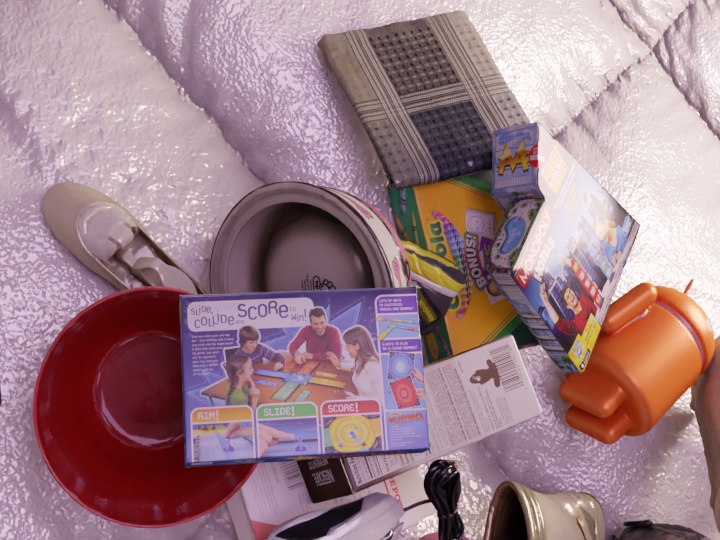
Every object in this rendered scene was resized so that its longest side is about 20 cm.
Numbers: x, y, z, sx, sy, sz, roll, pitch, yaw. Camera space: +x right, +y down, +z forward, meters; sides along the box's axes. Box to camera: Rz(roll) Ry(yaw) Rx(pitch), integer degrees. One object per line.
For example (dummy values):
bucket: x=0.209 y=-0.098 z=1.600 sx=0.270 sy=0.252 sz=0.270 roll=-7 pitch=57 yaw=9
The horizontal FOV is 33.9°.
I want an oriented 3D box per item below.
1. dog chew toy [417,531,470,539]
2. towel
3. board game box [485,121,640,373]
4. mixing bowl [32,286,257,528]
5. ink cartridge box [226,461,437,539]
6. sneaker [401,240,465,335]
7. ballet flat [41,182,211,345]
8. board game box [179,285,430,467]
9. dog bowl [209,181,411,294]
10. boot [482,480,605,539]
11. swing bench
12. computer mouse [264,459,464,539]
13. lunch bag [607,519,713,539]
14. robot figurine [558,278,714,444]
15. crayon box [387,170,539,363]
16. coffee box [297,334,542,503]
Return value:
dog chew toy: x=0.045 y=0.326 z=1.096 sx=0.125 sy=0.124 sz=0.200 roll=48 pitch=58 yaw=-8
towel: x=0.072 y=-0.180 z=1.235 sx=0.190 sy=0.035 sz=0.202 roll=-15 pitch=66 yaw=-25
board game box: x=0.186 y=-0.037 z=1.185 sx=0.200 sy=0.061 sz=0.201 roll=50 pitch=53 yaw=-29
mixing bowl: x=-0.181 y=0.112 z=1.031 sx=0.197 sy=0.108 sz=0.203 roll=0 pitch=92 yaw=-12
ink cartridge box: x=-0.023 y=0.204 z=1.117 sx=0.198 sy=0.067 sz=0.118 roll=-16 pitch=85 yaw=-25
sneaker: x=0.000 y=0.000 z=1.153 sx=0.198 sy=0.074 sz=0.086 roll=25 pitch=102 yaw=9
ballet flat: x=-0.206 y=-0.012 z=1.083 sx=0.200 sy=0.069 sz=0.070 roll=43 pitch=66 yaw=-10
board game box: x=-0.047 y=0.085 z=0.962 sx=0.197 sy=0.034 sz=0.137 roll=-1 pitch=75 yaw=-10
dog bowl: x=-0.040 y=0.013 z=1.090 sx=0.074 sy=0.199 sz=0.202 roll=-22 pitch=87 yaw=-58
boot: x=0.183 y=0.312 z=1.153 sx=0.154 sy=0.071 sz=0.203 roll=20 pitch=63 yaw=-46
swing bench: x=0.433 y=0.198 z=1.240 sx=0.199 sy=0.130 sz=0.200 roll=35 pitch=30 yaw=-12
computer mouse: x=0.007 y=0.236 z=1.042 sx=0.198 sy=0.111 sz=0.044 roll=-17 pitch=41 yaw=-19
lunch bag: x=0.352 y=0.351 z=1.201 sx=0.199 sy=0.168 sz=0.140 roll=34 pitch=90 yaw=-15
robot figurine: x=0.297 y=0.094 z=1.254 sx=0.199 sy=0.117 sz=0.144 roll=-39 pitch=91 yaw=-26
crayon box: x=0.111 y=-0.009 z=1.226 sx=0.117 sy=0.058 sz=0.203 roll=-11 pitch=84 yaw=-26
coffee box: x=0.045 y=0.133 z=1.062 sx=0.198 sy=0.114 sz=0.081 roll=-18 pitch=82 yaw=-24
